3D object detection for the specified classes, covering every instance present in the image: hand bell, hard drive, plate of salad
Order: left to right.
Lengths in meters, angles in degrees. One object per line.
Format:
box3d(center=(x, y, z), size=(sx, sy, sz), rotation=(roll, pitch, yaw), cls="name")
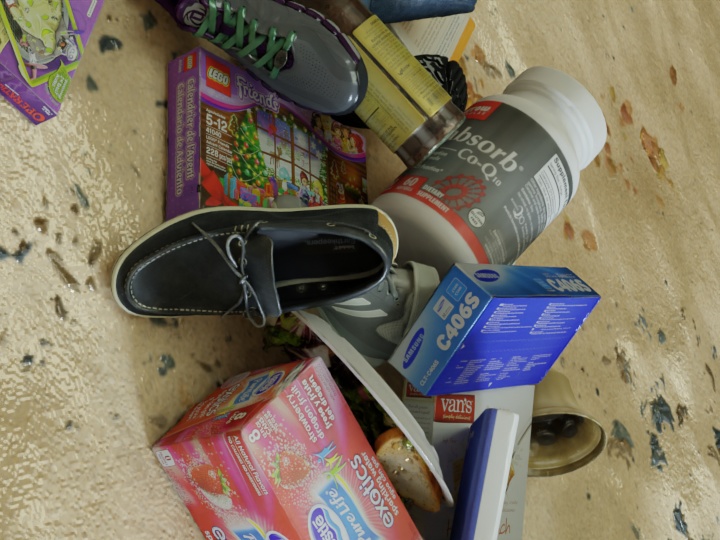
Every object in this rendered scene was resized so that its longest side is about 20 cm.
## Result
box3d(center=(-0.007, 0.101, 1.061), size=(0.048, 0.200, 0.201), rotation=(-41, 114, -9), cls="plate of salad")
box3d(center=(0.079, 0.208, 1.075), size=(0.132, 0.025, 0.202), rotation=(95, 7, -78), cls="hard drive")
box3d(center=(0.163, 0.079, 1.367), size=(0.104, 0.104, 0.201), rotation=(37, 36, -38), cls="hand bell")

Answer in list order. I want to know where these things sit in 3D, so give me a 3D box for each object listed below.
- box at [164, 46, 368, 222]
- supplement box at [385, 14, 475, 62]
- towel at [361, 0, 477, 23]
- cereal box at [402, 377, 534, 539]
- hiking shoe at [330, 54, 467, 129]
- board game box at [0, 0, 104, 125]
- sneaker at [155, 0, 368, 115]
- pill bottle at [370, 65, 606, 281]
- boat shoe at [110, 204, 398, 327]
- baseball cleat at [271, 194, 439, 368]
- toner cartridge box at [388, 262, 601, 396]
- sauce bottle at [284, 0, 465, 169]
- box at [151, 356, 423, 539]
box3d(center=(-0.068, -0.072, 1.146), size=(0.199, 0.039, 0.138), rotation=(23, 56, -47), cls="box")
box3d(center=(0.009, -0.251, 1.304), size=(0.200, 0.073, 0.126), rotation=(53, 39, -24), cls="supplement box")
box3d(center=(0.002, -0.255, 1.199), size=(0.049, 0.198, 0.113), rotation=(-124, -151, -65), cls="towel")
box3d(center=(0.082, 0.186, 1.184), size=(0.143, 0.039, 0.202), rotation=(9, 84, -50), cls="cereal box")
box3d(center=(-0.014, -0.151, 1.222), size=(0.199, 0.101, 0.076), rotation=(15, 69, -26), cls="hiking shoe")
box3d(center=(-0.226, -0.212, 1.008), size=(0.120, 0.032, 0.201), rotation=(41, 45, -31), cls="board game box")
box3d(center=(-0.089, -0.173, 1.086), size=(0.200, 0.075, 0.087), rotation=(37, 32, 16), cls="sneaker")
box3d(center=(0.106, -0.071, 1.199), size=(0.200, 0.116, 0.116), rotation=(-45, 113, -27), cls="pill bottle")
box3d(center=(-0.071, -0.003, 0.992), size=(0.062, 0.198, 0.075), rotation=(-104, -172, -67), cls="boat shoe")
box3d(center=(0.000, 0.000, 1.099), size=(0.200, 0.106, 0.070), rotation=(62, 13, -53), cls="baseball cleat")
box3d(center=(0.109, 0.045, 1.152), size=(0.043, 0.095, 0.199), rotation=(41, 19, 26), cls="toner cartridge box")
box3d(center=(-0.005, -0.170, 1.132), size=(0.200, 0.065, 0.065), rotation=(49, 37, 0), cls="sauce bottle")
box3d(center=(-0.039, 0.171, 1.011), size=(0.095, 0.099, 0.201), rotation=(-41, 109, -43), cls="box")
